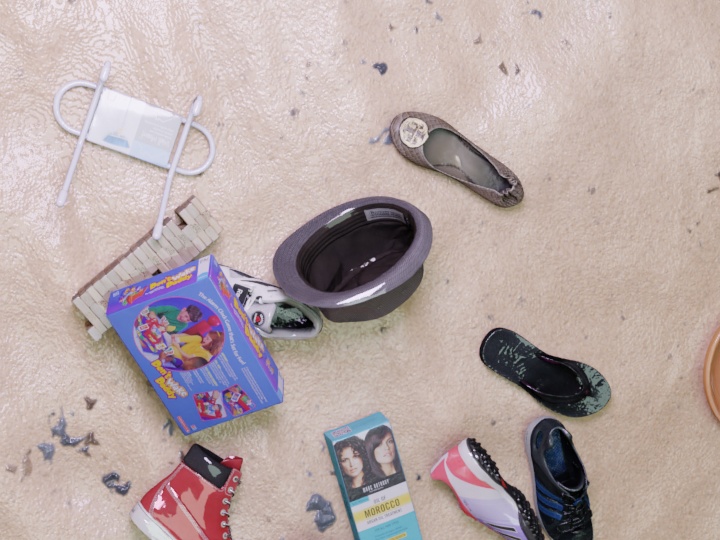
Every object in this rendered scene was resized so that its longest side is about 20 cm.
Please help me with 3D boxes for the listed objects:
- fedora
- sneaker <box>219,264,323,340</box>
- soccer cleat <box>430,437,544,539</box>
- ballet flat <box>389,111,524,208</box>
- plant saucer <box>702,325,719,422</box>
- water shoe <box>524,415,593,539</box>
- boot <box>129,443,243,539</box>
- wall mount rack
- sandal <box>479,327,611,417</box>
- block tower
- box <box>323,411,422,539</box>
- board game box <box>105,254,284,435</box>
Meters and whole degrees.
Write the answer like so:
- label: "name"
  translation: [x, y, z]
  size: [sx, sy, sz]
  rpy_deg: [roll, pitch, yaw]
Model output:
- label: "fedora"
  translation: [0.000, 0.000, 1.482]
  size: [0.199, 0.177, 0.091]
  rpy_deg: [-34, 134, -14]
- label: "sneaker"
  translation: [-0.137, 0.041, 1.470]
  size: [0.197, 0.088, 0.075]
  rpy_deg: [11, 96, -15]
- label: "soccer cleat"
  translation: [0.172, 0.309, 1.607]
  size: [0.073, 0.068, 0.201]
  rpy_deg: [-33, 110, 16]
- label: "ballet flat"
  translation: [0.126, -0.138, 1.538]
  size: [0.199, 0.046, 0.068]
  rpy_deg: [31, 88, -17]
- label: "plant saucer"
  translation: [0.561, 0.137, 1.697]
  size: [0.197, 0.037, 0.203]
  rpy_deg: [-2, 97, -14]
- label: "water shoe"
  translation: [0.268, 0.294, 1.615]
  size: [0.071, 0.079, 0.202]
  rpy_deg: [-23, 103, -11]
- label: "boot"
  translation: [-0.166, 0.315, 1.507]
  size: [0.144, 0.072, 0.200]
  rpy_deg: [-45, 102, -7]
- label: "wall mount rack"
  translation: [-0.267, -0.139, 1.414]
  size: [0.198, 0.075, 0.176]
  rpy_deg: [19, 89, -15]
- label: "sandal"
  translation: [0.247, 0.142, 1.606]
  size: [0.199, 0.048, 0.076]
  rpy_deg: [25, 90, -16]
- label: "block tower"
  translation: [-0.256, -0.005, 1.448]
  size: [0.200, 0.054, 0.058]
  rpy_deg: [-42, 105, -7]
- label: "box"
  translation: [0.021, 0.291, 1.563]
  size: [0.081, 0.049, 0.202]
  rpy_deg: [-18, 102, -12]
- label: "board game box"
  translation: [-0.189, 0.091, 1.426]
  size: [0.133, 0.045, 0.201]
  rpy_deg: [-19, 123, 11]
